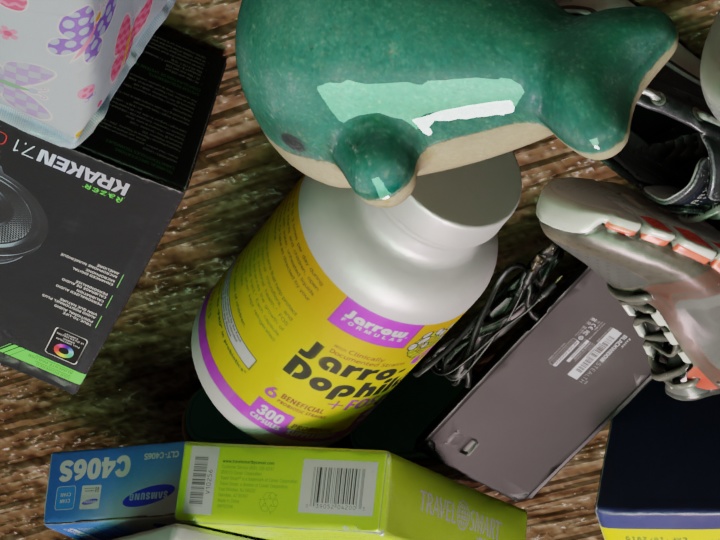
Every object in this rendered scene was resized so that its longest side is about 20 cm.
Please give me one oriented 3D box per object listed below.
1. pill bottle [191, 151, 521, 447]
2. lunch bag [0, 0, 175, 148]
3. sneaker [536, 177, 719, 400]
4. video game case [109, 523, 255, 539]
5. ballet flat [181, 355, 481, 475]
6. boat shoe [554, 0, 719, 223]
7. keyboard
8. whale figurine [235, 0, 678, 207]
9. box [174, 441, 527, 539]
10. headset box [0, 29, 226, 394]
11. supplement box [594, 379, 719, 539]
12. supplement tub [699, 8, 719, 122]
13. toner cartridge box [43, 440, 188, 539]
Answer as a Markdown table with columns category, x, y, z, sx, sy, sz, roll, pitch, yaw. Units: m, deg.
| category | x | y | z | sx | sy | sz | roll | pitch | yaw |
| --- | --- | --- | --- | --- | --- | --- | --- | --- | --- |
| pill bottle | 0.000 | 0.000 | 1.430 | 0.104 | 0.105 | 0.200 | 26 | 140 | -13 |
| lunch bag | -0.184 | -0.172 | 1.255 | 0.199 | 0.127 | 0.170 | 22 | 150 | 10 |
| sneaker | 0.159 | 0.023 | 1.382 | 0.199 | 0.077 | 0.082 | 25 | 102 | -25 |
| video game case | -0.049 | 0.174 | 1.569 | 0.199 | 0.023 | 0.182 | 15 | 164 | -25 |
| ballet flat | 0.000 | 0.084 | 1.570 | 0.199 | 0.069 | 0.063 | 0 | 153 | 28 |
| boat shoe | 0.157 | -0.054 | 1.346 | 0.200 | 0.068 | 0.072 | 34 | 137 | -22 |
| keyboard | 0.104 | 0.025 | 1.459 | 0.104 | 0.040 | 0.200 | 30 | 116 | -27 |
| whale figurine | 0.034 | -0.102 | 1.258 | 0.199 | 0.159 | 0.104 | 12 | 149 | 37 |
| box | 0.004 | 0.132 | 1.527 | 0.121 | 0.048 | 0.200 | 1 | 166 | 27 |
| headset box | -0.184 | -0.048 | 1.440 | 0.174 | 0.093 | 0.200 | 23 | 141 | -9 |
| supplement box | 0.202 | 0.144 | 1.534 | 0.108 | 0.110 | 0.200 | -2 | 137 | 19 |
| supplement tub | 0.254 | -0.060 | 1.266 | 0.200 | 0.123 | 0.122 | 37 | 136 | -25 |
| toner cartridge box | -0.078 | 0.146 | 1.617 | 0.095 | 0.043 | 0.200 | -8 | 156 | 32 |
